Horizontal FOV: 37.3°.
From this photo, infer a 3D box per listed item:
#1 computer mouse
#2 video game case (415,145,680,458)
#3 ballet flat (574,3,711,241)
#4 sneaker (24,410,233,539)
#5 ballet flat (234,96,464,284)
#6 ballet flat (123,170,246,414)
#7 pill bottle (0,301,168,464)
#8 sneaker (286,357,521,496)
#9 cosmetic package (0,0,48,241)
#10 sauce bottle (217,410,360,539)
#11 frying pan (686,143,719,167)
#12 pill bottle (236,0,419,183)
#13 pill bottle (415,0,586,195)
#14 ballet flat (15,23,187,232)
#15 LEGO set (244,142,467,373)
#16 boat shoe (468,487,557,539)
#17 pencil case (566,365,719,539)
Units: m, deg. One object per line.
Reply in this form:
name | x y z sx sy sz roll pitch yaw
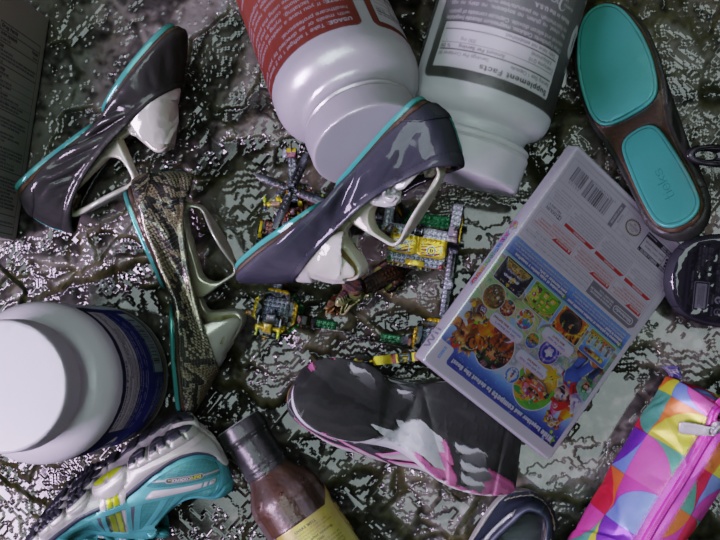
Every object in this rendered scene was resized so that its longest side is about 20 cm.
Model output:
computer mouse | 0.337 0.037 0.837 0.200 0.046 0.140 -2 98 6
video game case | 0.152 0.026 0.823 0.143 0.018 0.200 39 84 -22
ballet flat | 0.219 -0.111 0.836 0.068 0.068 0.200 -22 72 24
sneaker | -0.192 0.194 0.856 0.200 0.078 0.080 -31 104 15
ballet flat | -0.005 -0.034 0.746 0.200 0.073 0.073 -41 83 22
ballet flat | -0.133 0.016 0.861 0.075 0.068 0.200 -13 96 -3
pill bottle | -0.228 0.083 0.806 0.120 0.200 0.120 0 86 6
sneaker | 0.033 0.119 0.845 0.200 0.086 0.080 25 73 -13
cosmetic package | -0.322 -0.130 0.879 0.071 0.105 0.200 7 86 6
sauce bottle | -0.043 0.204 0.848 0.065 0.065 0.200 -33 85 3
frying pan | 0.342 -0.100 0.812 0.190 0.031 0.115 23 78 -20
pill bottle | -0.022 -0.166 0.811 0.112 0.112 0.200 -22 57 4
pill bottle | 0.105 -0.167 0.833 0.114 0.114 0.200 17 88 6
ballet flat | -0.196 -0.109 0.881 0.068 0.068 0.200 45 101 -2
LEGO set | 0.000 0.000 0.830 0.200 0.116 0.154 18 88 7
boat shoe | 0.093 0.265 0.832 0.075 0.062 0.200 33 91 4
pencil case | 0.223 0.173 0.814 0.088 0.088 0.200 30 91 7
